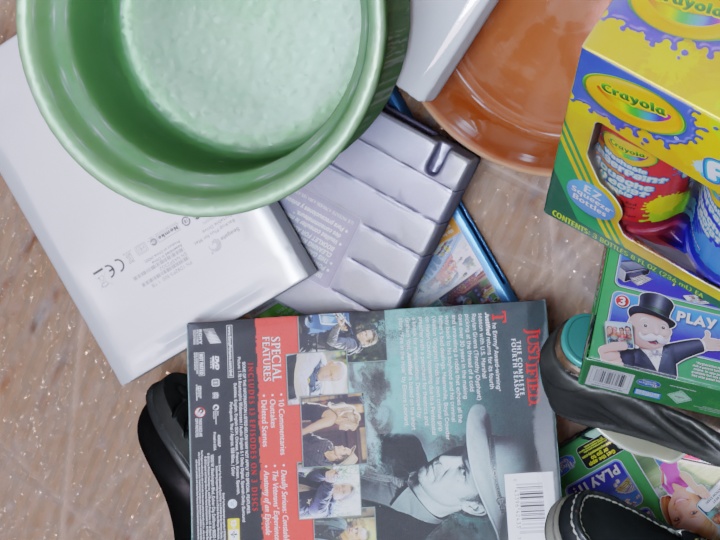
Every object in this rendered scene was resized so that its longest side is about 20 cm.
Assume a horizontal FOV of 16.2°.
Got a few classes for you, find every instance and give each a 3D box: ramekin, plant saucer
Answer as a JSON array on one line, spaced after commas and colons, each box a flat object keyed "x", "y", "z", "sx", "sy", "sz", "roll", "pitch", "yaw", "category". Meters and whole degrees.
[{"x": -0.070, "y": -0.132, "z": 1.325, "sx": 0.200, "sy": 0.098, "sz": 0.200, "roll": 2, "pitch": 98, "yaw": 16, "category": "ramekin"}, {"x": 0.111, "y": -0.151, "z": 1.370, "sx": 0.200, "sy": 0.032, "sz": 0.201, "roll": 3, "pitch": 99, "yaw": 23, "category": "plant saucer"}]

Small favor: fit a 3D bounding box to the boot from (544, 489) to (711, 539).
[{"x": 0.213, "y": 0.148, "z": 1.304, "sx": 0.203, "sy": 0.074, "sz": 0.154, "roll": 34, "pitch": 131, "yaw": -12, "category": "boot"}]

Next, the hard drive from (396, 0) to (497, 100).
[{"x": 0.039, "y": -0.211, "z": 1.353, "sx": 0.132, "sy": 0.026, "sz": 0.200, "roll": 38, "pitch": 110, "yaw": 14, "category": "hard drive"}]

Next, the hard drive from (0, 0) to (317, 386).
[{"x": -0.129, "y": -0.053, "z": 1.419, "sx": 0.132, "sy": 0.026, "sz": 0.200, "roll": -30, "pitch": 88, "yaw": 19, "category": "hard drive"}]

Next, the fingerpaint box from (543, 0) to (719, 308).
[{"x": 0.198, "y": -0.044, "z": 1.231, "sx": 0.200, "sy": 0.167, "sz": 0.073, "roll": 30, "pitch": 65, "yaw": 11, "category": "fingerpaint box"}]

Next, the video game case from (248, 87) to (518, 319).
[{"x": 0.000, "y": 0.000, "z": 1.446, "sx": 0.143, "sy": 0.018, "sz": 0.200, "roll": -30, "pitch": 90, "yaw": 19, "category": "video game case"}]

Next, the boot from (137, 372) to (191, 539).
[{"x": -0.111, "y": 0.182, "z": 1.478, "sx": 0.158, "sy": 0.079, "sz": 0.211, "roll": -29, "pitch": 91, "yaw": 19, "category": "boot"}]

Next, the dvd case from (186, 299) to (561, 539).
[{"x": 0.007, "y": 0.091, "z": 1.367, "sx": 0.200, "sy": 0.022, "sz": 0.146, "roll": -5, "pitch": 69, "yaw": 3, "category": "dvd case"}]

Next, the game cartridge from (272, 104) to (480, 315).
[{"x": -0.047, "y": -0.054, "z": 1.424, "sx": 0.200, "sy": 0.038, "sz": 0.130, "roll": 30, "pitch": 110, "yaw": 11, "category": "game cartridge"}]

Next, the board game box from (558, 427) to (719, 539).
[{"x": 0.216, "y": 0.113, "z": 1.388, "sx": 0.200, "sy": 0.029, "sz": 0.135, "roll": -32, "pitch": 89, "yaw": 19, "category": "board game box"}]

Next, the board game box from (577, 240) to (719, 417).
[{"x": 0.222, "y": 0.019, "z": 1.312, "sx": 0.200, "sy": 0.135, "sz": 0.029, "roll": 14, "pitch": 147, "yaw": 2, "category": "board game box"}]

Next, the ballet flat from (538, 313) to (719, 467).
[{"x": 0.189, "y": 0.079, "z": 1.331, "sx": 0.200, "sy": 0.068, "sz": 0.068, "roll": 21, "pitch": 138, "yaw": 8, "category": "ballet flat"}]
